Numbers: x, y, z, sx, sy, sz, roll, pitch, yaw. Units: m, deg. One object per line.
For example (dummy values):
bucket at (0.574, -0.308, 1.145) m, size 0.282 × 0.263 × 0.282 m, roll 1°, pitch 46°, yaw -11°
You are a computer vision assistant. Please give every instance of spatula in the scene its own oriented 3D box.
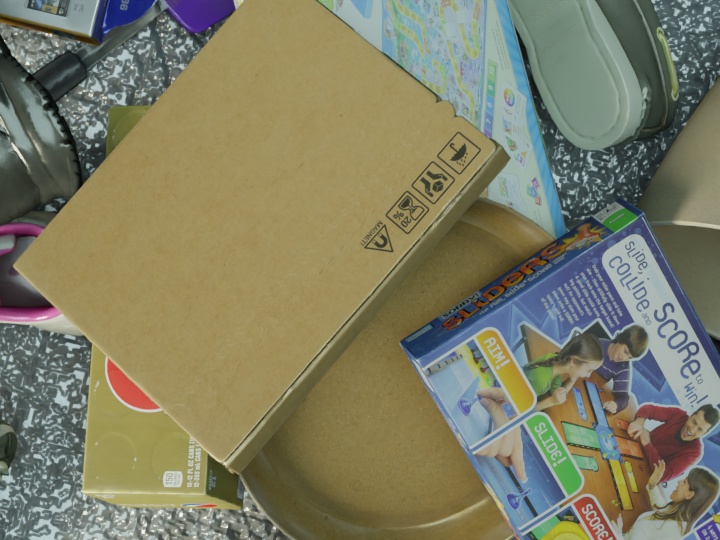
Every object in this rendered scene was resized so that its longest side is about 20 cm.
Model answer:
spatula at (-0.137, -0.120, 1.274) m, size 0.200 × 0.021 × 0.057 m, roll -38°, pitch 94°, yaw -3°

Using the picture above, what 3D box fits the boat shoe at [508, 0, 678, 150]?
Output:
boat shoe at (0.112, -0.161, 1.278) m, size 0.060 × 0.072 × 0.202 m, roll -10°, pitch 77°, yaw -45°

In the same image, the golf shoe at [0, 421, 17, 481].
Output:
golf shoe at (-0.276, 0.111, 1.248) m, size 0.200 × 0.077 × 0.088 m, roll -31°, pitch 63°, yaw 3°

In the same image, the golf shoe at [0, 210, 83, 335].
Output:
golf shoe at (-0.218, -0.012, 1.234) m, size 0.200 × 0.092 × 0.075 m, roll 8°, pitch 91°, yaw -4°

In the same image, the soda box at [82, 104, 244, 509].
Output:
soda box at (-0.094, 0.018, 1.210) m, size 0.068 × 0.064 × 0.200 m, roll -1°, pitch 77°, yaw 16°

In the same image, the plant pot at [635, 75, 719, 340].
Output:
plant pot at (0.256, -0.067, 1.246) m, size 0.187 × 0.187 × 0.200 m, roll 26°, pitch 74°, yaw -5°

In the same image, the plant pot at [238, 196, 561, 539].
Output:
plant pot at (0.026, 0.055, 1.202) m, size 0.200 × 0.027 × 0.200 m, roll -4°, pitch 105°, yaw -14°

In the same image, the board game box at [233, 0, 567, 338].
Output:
board game box at (0.021, -0.075, 1.226) m, size 0.134 × 0.034 × 0.200 m, roll -15°, pitch 93°, yaw -8°

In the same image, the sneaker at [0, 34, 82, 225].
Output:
sneaker at (-0.218, -0.108, 1.185) m, size 0.091 × 0.076 × 0.200 m, roll -30°, pitch 87°, yaw -7°

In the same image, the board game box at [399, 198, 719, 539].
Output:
board game box at (0.126, 0.083, 1.202) m, size 0.135 × 0.034 × 0.200 m, roll -32°, pitch 111°, yaw -5°

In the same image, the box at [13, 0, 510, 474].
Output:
box at (-0.051, -0.028, 1.153) m, size 0.163 × 0.021 × 0.200 m, roll 41°, pitch 89°, yaw 27°

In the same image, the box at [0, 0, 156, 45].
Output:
box at (-0.197, -0.193, 1.247) m, size 0.200 × 0.041 × 0.119 m, roll 13°, pitch 89°, yaw 4°
